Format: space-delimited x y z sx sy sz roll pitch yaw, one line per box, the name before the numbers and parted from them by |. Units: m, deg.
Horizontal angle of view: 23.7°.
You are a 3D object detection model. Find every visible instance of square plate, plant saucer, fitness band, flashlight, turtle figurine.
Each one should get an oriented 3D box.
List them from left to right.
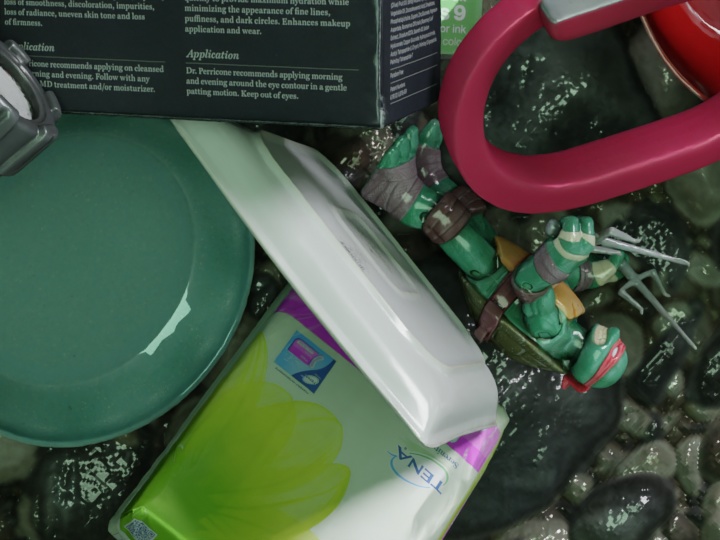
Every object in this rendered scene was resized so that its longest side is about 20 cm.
flashlight | -0.229 -0.030 0.788 0.200 0.068 0.068 -38 61 17
plant saucer | -0.154 0.000 0.950 0.199 0.036 0.202 -14 117 -28
square plate | 0.000 0.000 0.877 0.028 0.198 0.200 -40 80 9
turtle figurine | 0.096 -0.001 0.947 0.200 0.150 0.101 39 89 6
fitness band | 0.134 -0.097 0.840 0.198 0.144 0.038 -17 53 -8

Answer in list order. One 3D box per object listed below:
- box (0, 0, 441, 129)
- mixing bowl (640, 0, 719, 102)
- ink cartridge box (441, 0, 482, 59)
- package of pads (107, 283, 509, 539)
box | -0.066 -0.167 0.802 0.198 0.104 0.184 5 105 17
mixing bowl | 0.235 -0.179 0.951 0.198 0.108 0.202 0 97 -4
ink cartridge box | 0.021 -0.215 0.915 0.087 0.145 0.202 1 96 -4
package of pads | -0.023 0.113 0.947 0.154 0.068 0.200 41 59 -6
